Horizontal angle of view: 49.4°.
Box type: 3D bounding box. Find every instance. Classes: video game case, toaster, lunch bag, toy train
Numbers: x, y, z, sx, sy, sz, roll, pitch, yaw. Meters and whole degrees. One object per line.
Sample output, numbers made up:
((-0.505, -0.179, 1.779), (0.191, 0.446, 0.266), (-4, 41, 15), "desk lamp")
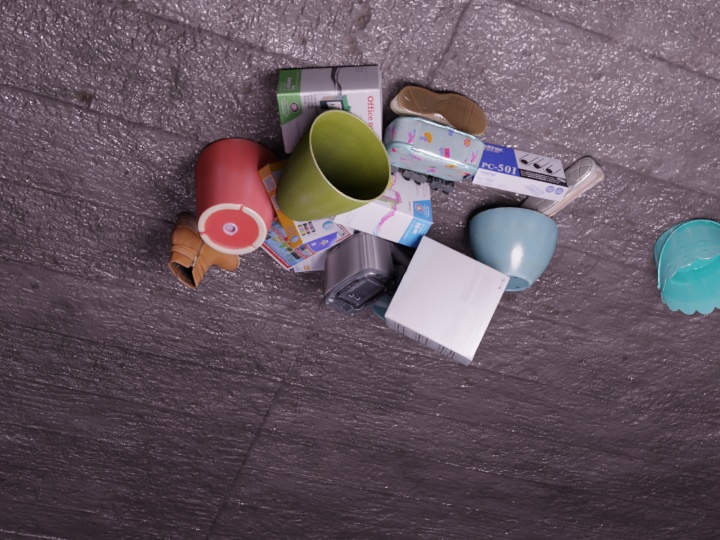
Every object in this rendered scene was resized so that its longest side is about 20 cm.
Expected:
((-0.135, -0.086, 1.760), (0.199, 0.018, 0.143), (-27, 129, 26), "video game case")
((0.000, 0.000, 1.751), (0.113, 0.130, 0.199), (25, 135, -36), "toaster")
((0.141, -0.237, 1.572), (0.198, 0.078, 0.160), (16, 172, -13), "lunch bag")
((0.112, -0.212, 1.666), (0.198, 0.046, 0.034), (17, 138, -18), "toy train")

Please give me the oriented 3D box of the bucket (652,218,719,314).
((0.782, -0.011, 1.809), (0.205, 0.136, 0.208), (-1, 136, -1), "bucket")

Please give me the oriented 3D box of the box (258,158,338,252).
((-0.122, -0.132, 1.620), (0.041, 0.119, 0.202), (-23, 90, 41), "box")

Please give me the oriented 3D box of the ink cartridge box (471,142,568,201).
((0.328, -0.207, 1.635), (0.198, 0.095, 0.044), (10, 135, -11), "ink cartridge box")

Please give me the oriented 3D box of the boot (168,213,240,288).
((-0.356, -0.021, 1.781), (0.076, 0.156, 0.200), (-22, 132, 21), "boot")

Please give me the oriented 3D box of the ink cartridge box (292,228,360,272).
((-0.074, -0.082, 1.803), (0.198, 0.044, 0.197), (-3, 136, 7), "ink cartridge box")

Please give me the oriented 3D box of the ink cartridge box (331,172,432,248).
((0.044, -0.149, 1.657), (0.198, 0.145, 0.085), (16, 134, -16), "ink cartridge box")

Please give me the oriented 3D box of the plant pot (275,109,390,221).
((-0.074, -0.177, 1.507), (0.186, 0.189, 0.200), (28, 144, -26), "plant pot")

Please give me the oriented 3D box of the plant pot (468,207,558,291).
((0.334, -0.034, 1.738), (0.198, 0.136, 0.200), (8, 157, 3), "plant pot")

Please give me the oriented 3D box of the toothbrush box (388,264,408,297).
((0.116, 0.067, 1.875), (0.199, 0.086, 0.146), (36, 166, -33), "toothbrush box")

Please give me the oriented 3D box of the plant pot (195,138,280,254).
((-0.260, -0.145, 1.639), (0.198, 0.178, 0.201), (0, 136, 0), "plant pot")

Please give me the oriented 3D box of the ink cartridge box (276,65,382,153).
((-0.055, -0.314, 1.531), (0.198, 0.085, 0.147), (-2, 137, 3), "ink cartridge box")

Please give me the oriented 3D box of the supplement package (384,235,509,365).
((0.179, 0.067, 1.651), (0.199, 0.192, 0.147), (26, 171, 8), "supplement package")

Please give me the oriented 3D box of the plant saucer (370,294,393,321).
((0.100, 0.111, 1.823), (0.199, 0.028, 0.200), (26, 166, 7), "plant saucer")

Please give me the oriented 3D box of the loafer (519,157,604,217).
((0.440, -0.163, 1.703), (0.063, 0.072, 0.200), (28, 127, -36), "loafer")

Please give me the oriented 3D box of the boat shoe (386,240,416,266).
((0.134, -0.024, 1.847), (0.200, 0.072, 0.068), (37, 89, -28), "boat shoe")

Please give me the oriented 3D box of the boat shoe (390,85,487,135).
((0.156, -0.312, 1.555), (0.198, 0.073, 0.065), (12, 171, -18), "boat shoe")
